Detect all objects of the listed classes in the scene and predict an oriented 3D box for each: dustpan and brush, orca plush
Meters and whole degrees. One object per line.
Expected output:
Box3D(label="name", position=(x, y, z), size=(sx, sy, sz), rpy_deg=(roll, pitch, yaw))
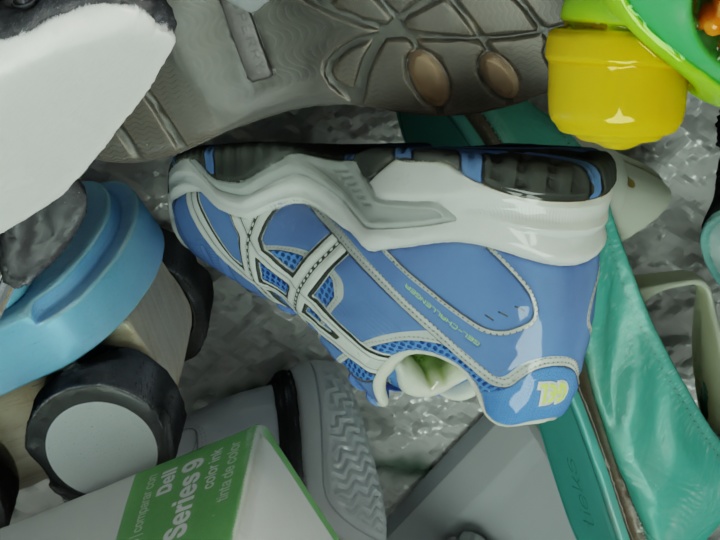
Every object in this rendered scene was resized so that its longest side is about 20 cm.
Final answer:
Box3D(label="dustpan and brush", position=(0.070, 0.161, 1.022), size=(0.200, 0.057, 0.140), rpy_deg=(48, 125, 9))
Box3D(label="orca plush", position=(-0.136, -0.028, 0.799), size=(0.105, 0.071, 0.200), rpy_deg=(10, 131, -44))

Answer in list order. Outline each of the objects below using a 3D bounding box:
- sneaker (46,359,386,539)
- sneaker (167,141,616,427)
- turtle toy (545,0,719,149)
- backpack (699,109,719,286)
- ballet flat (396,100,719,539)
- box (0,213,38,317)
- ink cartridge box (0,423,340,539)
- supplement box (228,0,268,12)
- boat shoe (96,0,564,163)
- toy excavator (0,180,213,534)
Box3D(label="sneaker", position=(-0.042, 0.137, 1.003), size=(0.114, 0.075, 0.201), rpy_deg=(-10, 93, -7))
Box3D(label="sneaker", position=(0.000, 0.000, 0.877), size=(0.075, 0.200, 0.078), rpy_deg=(-3, 95, -29))
Box3D(label="turtle toy", position=(0.134, -0.105, 0.785), size=(0.199, 0.101, 0.147), rpy_deg=(-5, 99, -42))
Box3D(label="backpack", position=(0.203, 0.019, 0.904), size=(0.175, 0.154, 0.200), rpy_deg=(-4, 149, 21))
Box3D(label="ballet flat", position=(0.074, 0.005, 0.949), size=(0.070, 0.067, 0.201), rpy_deg=(-33, 115, -19))
Box3D(label="box", position=(-0.182, -0.053, 0.845), size=(0.199, 0.048, 0.159), rpy_deg=(29, 115, -1))
Box3D(label="ink cartridge box", position=(-0.085, 0.155, 0.914), size=(0.199, 0.088, 0.146), rpy_deg=(-24, 118, 18))
Box3D(label="supplement box", position=(-0.008, -0.160, 0.729), size=(0.103, 0.102, 0.200), rpy_deg=(25, 150, -21))
Box3D(label="boat shoe", position=(-0.003, -0.087, 0.859), size=(0.199, 0.073, 0.075), rpy_deg=(-7, 117, 17))
Box3D(label="toy excavator", position=(-0.169, -0.005, 0.933), size=(0.194, 0.100, 0.201), rpy_deg=(-24, 115, 19))
